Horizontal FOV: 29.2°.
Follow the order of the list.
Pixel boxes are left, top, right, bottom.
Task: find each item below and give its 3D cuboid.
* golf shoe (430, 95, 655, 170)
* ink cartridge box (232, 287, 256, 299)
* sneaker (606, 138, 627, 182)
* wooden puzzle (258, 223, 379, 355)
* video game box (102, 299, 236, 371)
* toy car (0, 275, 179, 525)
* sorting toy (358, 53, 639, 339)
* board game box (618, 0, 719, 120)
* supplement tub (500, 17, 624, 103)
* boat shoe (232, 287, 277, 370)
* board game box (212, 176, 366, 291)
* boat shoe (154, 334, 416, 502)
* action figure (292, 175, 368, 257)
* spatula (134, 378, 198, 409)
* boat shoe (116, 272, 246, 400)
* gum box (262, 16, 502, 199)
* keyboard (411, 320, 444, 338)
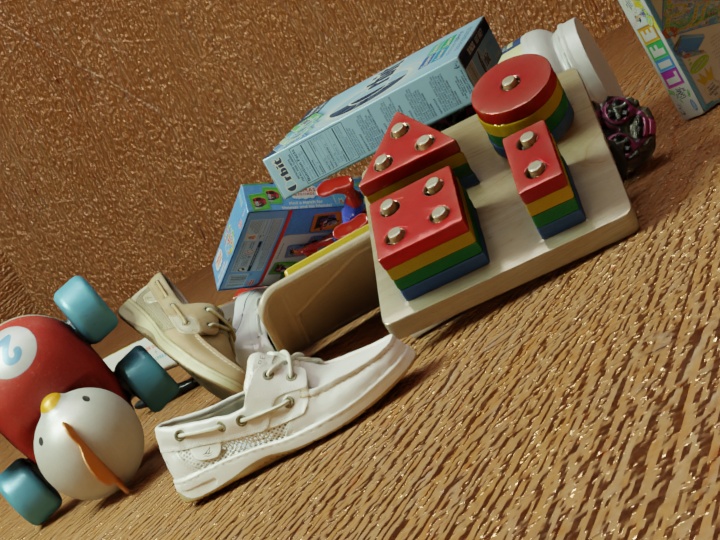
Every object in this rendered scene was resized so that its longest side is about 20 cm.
[{"bbox_3d":[0.160,-0.109,1.221,0.197,0.074,0.092,3,-11,11],"label":"golf shoe"},{"bbox_3d":[-0.066,-0.019,1.581,0.171,0.044,0.200,-17,3,-2],"label":"ink cartridge box"},{"bbox_3d":[0.138,-0.060,1.168,0.199,0.076,0.115,-30,4,22],"label":"sneaker"},{"bbox_3d":[0.000,0.000,1.220,0.199,0.037,0.185,-34,-17,-6],"label":"wooden puzzle"},{"bbox_3d":[-0.172,0.070,1.593,0.199,0.047,0.181,-21,-5,-44],"label":"video game box"},{"bbox_3d":[-0.253,0.130,1.207,0.184,0.177,0.200,-43,21,-10],"label":"toy car"},{"bbox_3d":[0.088,-0.073,1.054,0.198,0.070,0.200,-25,37,14],"label":"sorting toy"},{"bbox_3d":[0.354,-0.252,1.332,0.199,0.135,0.034,-34,7,-25],"label":"board game box"},{"bbox_3d":[0.168,-0.160,1.450,0.199,0.146,0.145,-29,7,20],"label":"supplement tub"},{"bbox_3d":[-0.088,0.062,1.359,0.065,0.074,0.200,-25,18,13],"label":"boat shoe"},{"bbox_3d":[-0.037,-0.038,1.380,0.197,0.037,0.152,-4,-29,-21],"label":"board game box"},{"bbox_3d":[-0.057,0.088,0.960,0.199,0.070,0.071,-30,5,11],"label":"boat shoe"},{"bbox_3d":[-0.023,-0.021,1.286,0.098,0.066,0.200,-23,-18,7],"label":"action figure"},{"bbox_3d":[-0.175,0.112,1.551,0.199,0.021,0.056,-31,-2,18],"label":"spatula"},{"bbox_3d":[-0.148,0.058,1.252,0.199,0.071,0.065,32,79,42],"label":"boat shoe"},{"bbox_3d":[0.024,-0.148,1.245,0.198,0.045,0.170,-25,14,20],"label":"gum box"},{"bbox_3d":[0.121,-0.002,1.081,0.199,0.011,0.056,-30,7,9],"label":"keyboard"}]
